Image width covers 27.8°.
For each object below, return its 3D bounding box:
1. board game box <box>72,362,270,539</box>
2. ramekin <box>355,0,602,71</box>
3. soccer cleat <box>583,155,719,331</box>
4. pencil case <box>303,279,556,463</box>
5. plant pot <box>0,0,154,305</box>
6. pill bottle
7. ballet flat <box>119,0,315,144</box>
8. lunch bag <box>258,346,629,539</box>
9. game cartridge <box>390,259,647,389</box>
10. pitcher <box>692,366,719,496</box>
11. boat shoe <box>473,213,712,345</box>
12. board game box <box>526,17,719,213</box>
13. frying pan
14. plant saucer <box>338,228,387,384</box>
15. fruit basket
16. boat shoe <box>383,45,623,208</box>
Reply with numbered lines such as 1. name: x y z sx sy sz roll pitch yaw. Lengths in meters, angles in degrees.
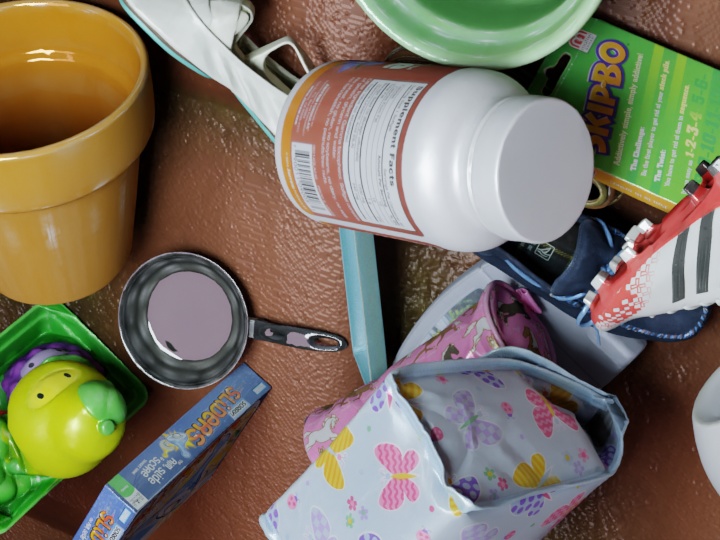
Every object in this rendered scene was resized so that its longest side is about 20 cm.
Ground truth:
1. board game box: -0.163 0.173 1.196 0.034 0.200 0.136 39 128 7
2. ramekin: 0.084 -0.235 0.906 0.198 0.098 0.202 14 120 25
3. soccer cleat: 0.204 -0.004 0.867 0.085 0.069 0.200 41 142 3
4. pencil case: 0.049 0.090 1.041 0.199 0.082 0.087 -37 56 29
5. plant pot: -0.253 -0.080 1.142 0.198 0.201 0.185 19 137 21
6. pill bottle: 0.045 -0.072 0.911 0.199 0.112 0.113 13 122 49
7. ballet flat: -0.083 -0.158 1.051 0.200 0.070 0.069 41 131 -20
8. lunch bag: 0.062 0.141 0.941 0.170 0.199 0.128 -51 56 35
9. game cartridge: 0.104 0.068 1.088 0.133 0.041 0.200 46 128 8
10. pitcher: 0.298 0.149 0.972 0.200 0.122 0.171 46 144 -11
11. boat shoe: 0.142 -0.001 0.985 0.198 0.069 0.085 20 94 7
12. board game box: 0.201 -0.086 0.919 0.199 0.096 0.030 27 167 15
13. frying pan: -0.111 0.031 1.199 0.188 0.031 0.116 -16 96 14
14. plant saucer: 0.000 0.000 1.086 0.019 0.070 0.202 -12 125 -7
15. fruit basket: -0.278 0.122 1.237 0.155 0.215 0.216 43 128 5
16. boat shoe: 0.093 -0.102 0.986 0.198 0.068 0.073 23 125 20
